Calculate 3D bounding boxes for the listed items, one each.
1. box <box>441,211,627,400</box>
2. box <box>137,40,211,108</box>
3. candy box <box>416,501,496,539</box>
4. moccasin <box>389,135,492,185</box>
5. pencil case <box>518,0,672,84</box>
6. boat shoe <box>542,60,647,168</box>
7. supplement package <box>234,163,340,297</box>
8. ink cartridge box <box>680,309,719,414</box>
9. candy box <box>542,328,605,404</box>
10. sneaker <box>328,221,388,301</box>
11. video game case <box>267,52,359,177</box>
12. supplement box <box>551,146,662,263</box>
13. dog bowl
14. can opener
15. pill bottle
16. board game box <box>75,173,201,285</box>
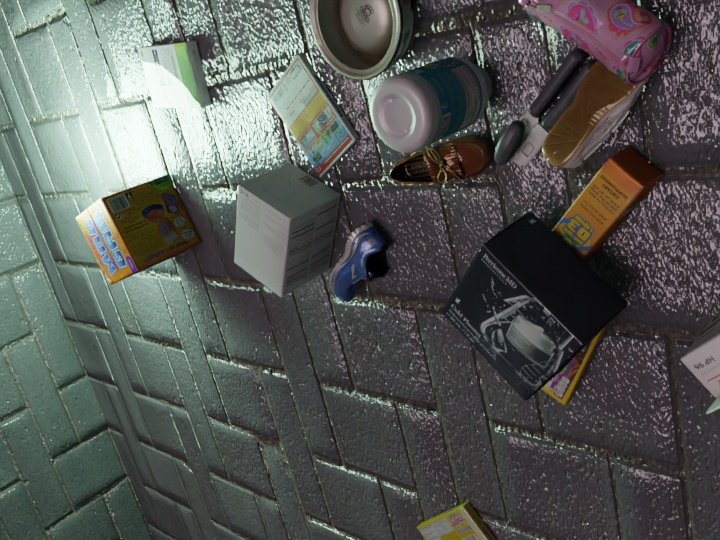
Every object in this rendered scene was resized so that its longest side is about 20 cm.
[{"bbox_3d":[0.256,0.057,1.087,0.200,0.124,0.197,47,147,17],"label":"box"},{"bbox_3d":[-0.429,-0.448,1.638,0.199,0.036,0.145,13,122,42],"label":"box"},{"bbox_3d":[0.213,0.595,1.611,0.102,0.026,0.200,54,139,10],"label":"candy box"},{"bbox_3d":[0.130,-0.180,1.189,0.201,0.078,0.074,3,115,45],"label":"moccasin"},{"bbox_3d":[0.296,-0.319,0.908,0.200,0.087,0.088,48,140,30],"label":"pencil case"},{"bbox_3d":[0.332,-0.224,0.969,0.200,0.069,0.071,-52,52,28],"label":"boat shoe"},{"bbox_3d":[-0.155,-0.086,1.483,0.152,0.150,0.201,34,133,26],"label":"supplement package"},{"bbox_3d":[0.485,0.084,0.889,0.068,0.200,0.116,49,139,11],"label":"ink cartridge box"},{"bbox_3d":[0.336,0.125,1.191,0.102,0.026,0.201,37,135,30],"label":"candy box"},{"bbox_3d":[0.000,0.000,1.433,0.089,0.078,0.200,45,138,20],"label":"sneaker"},{"bbox_3d":[-0.095,-0.301,1.396,0.200,0.017,0.143,57,140,4],"label":"video game case"},{"bbox_3d":[0.345,-0.081,1.039,0.067,0.069,0.200,47,141,18],"label":"supplement box"},{"bbox_3d":[0.010,-0.421,1.173,0.200,0.074,0.201,24,128,35],"label":"dog bowl"},{"bbox_3d":[0.263,-0.226,1.033,0.053,0.067,0.200,47,139,13],"label":"can opener"},{"bbox_3d":[0.115,-0.254,1.066,0.111,0.200,0.111,23,127,34],"label":"pill bottle"},{"bbox_3d":[-0.584,-0.106,1.874,0.200,0.200,0.200,-18,99,49],"label":"board game box"}]
